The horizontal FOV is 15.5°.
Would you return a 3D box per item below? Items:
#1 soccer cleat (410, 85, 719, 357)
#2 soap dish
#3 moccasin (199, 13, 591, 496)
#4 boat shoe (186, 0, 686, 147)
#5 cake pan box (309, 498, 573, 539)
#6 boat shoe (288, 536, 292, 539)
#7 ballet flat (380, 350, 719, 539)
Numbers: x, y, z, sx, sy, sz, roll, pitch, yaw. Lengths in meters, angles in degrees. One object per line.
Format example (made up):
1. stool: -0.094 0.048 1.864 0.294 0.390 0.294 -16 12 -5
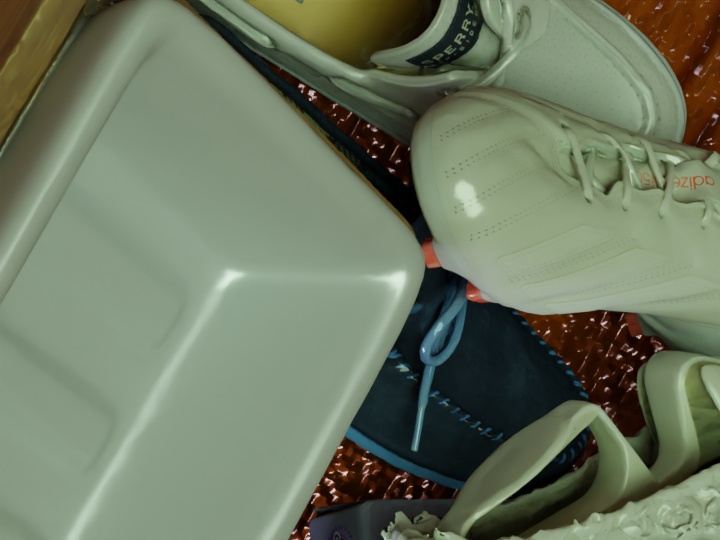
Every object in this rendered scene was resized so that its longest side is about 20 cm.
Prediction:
1. soccer cleat: 0.088 -0.015 0.799 0.200 0.078 0.069 22 59 -50
2. soap dish: -0.083 0.032 0.676 0.157 0.081 0.200 43 72 -46
3. moccasin: 0.000 0.000 0.806 0.200 0.080 0.068 35 130 -22
4. boat shoe: 0.020 -0.074 0.808 0.200 0.070 0.071 27 94 -20
5. cake pan box: 0.084 0.166 0.849 0.200 0.052 0.184 4 78 -24
6. boat shoe: -0.034 0.122 0.796 0.072 0.068 0.200 -21 74 -5
7. ballet flat: 0.089 0.063 0.803 0.200 0.072 0.072 -27 110 -29
